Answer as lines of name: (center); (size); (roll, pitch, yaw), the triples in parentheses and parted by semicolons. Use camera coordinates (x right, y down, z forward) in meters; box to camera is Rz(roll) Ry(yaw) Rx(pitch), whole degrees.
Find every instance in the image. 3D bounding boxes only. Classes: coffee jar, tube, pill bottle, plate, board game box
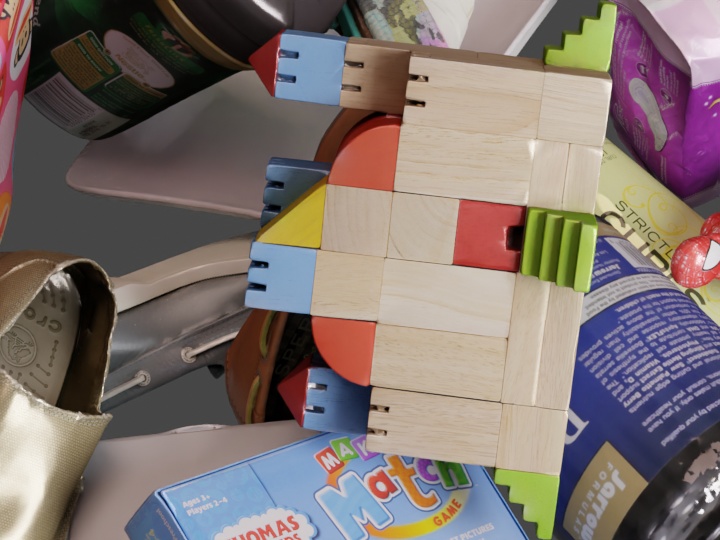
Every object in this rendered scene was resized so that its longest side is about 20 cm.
coffee jar: (-0.079, -0.130, 1.065); (0.200, 0.085, 0.105); (-16, 38, 54)
tube: (0.132, -0.013, 1.077); (0.058, 0.052, 0.200); (-49, 63, 7)
pill bottle: (0.122, 0.074, 0.973); (0.112, 0.112, 0.200); (-33, 56, -16)
plate: (-0.015, -0.089, 1.135); (0.199, 0.032, 0.200); (10, 52, 35)
board game box: (0.021, 0.154, 0.902); (0.151, 0.037, 0.200); (-16, 67, -41)

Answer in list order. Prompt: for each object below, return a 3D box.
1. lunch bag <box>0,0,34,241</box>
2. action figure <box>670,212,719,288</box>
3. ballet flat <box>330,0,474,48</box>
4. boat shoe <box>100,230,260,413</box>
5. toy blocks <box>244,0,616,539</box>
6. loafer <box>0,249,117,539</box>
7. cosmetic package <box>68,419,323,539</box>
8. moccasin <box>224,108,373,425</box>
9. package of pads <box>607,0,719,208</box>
lunch bag: (-0.193, -0.051, 1.007); (0.082, 0.176, 0.201); (14, 49, -3)
action figure: (0.215, -0.030, 1.041); (0.199, 0.052, 0.065); (-23, 48, -27)
ballet flat: (0.010, -0.128, 1.091); (0.071, 0.069, 0.200); (-26, 36, -7)
boat shoe: (-0.067, 0.023, 1.081); (0.199, 0.062, 0.073); (-15, 11, -15)
toy blocks: (0.018, -0.009, 0.896); (0.136, 0.201, 0.100); (6, 10, 1)
loafer: (-0.145, 0.072, 0.946); (0.067, 0.076, 0.201); (-29, 47, 44)
cosmetic package: (-0.060, 0.165, 0.952); (0.112, 0.081, 0.201); (-4, 52, 4)
moccasin: (-0.001, -0.001, 0.982); (0.073, 0.202, 0.078); (20, 32, -26)
package of pads: (0.215, -0.119, 1.097); (0.199, 0.121, 0.076); (-25, 54, -11)
